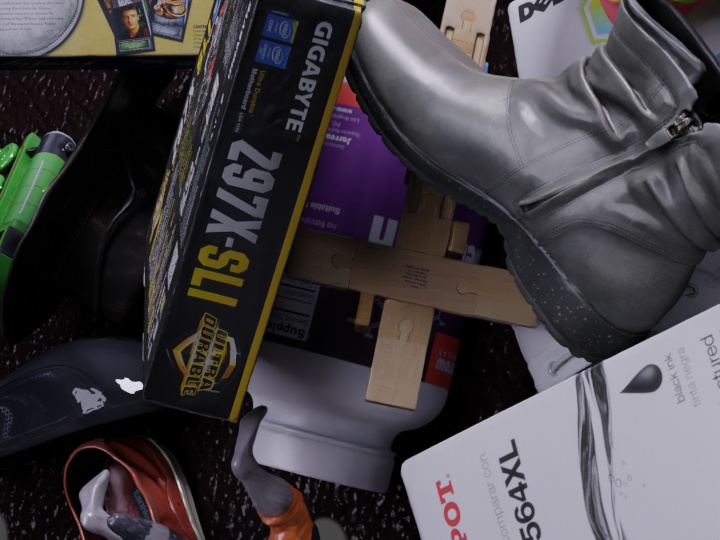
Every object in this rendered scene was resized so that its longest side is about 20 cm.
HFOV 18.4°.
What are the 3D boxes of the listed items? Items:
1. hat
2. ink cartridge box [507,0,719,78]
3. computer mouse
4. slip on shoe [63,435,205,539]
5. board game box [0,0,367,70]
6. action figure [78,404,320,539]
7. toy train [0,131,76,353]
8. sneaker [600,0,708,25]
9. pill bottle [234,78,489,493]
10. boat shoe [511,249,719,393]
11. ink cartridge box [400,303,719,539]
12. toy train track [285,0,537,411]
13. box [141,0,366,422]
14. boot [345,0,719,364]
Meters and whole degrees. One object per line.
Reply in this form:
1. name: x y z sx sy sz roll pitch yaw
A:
1. hat: -0.119 -0.033 1.204 0.080 0.201 0.202 25 98 3
2. ink cartridge box: 0.141 -0.138 1.000 0.147 0.075 0.202 -25 63 37
3. computer mouse: -0.176 0.073 1.219 0.199 0.138 0.053 -18 79 29
4. slip on shoe: -0.104 0.168 1.159 0.074 0.061 0.201 -44 54 23
5. board game box: -0.096 -0.170 1.112 0.035 0.198 0.137 136 134 -82
6. action figure: -0.064 0.179 1.041 0.199 0.105 0.194 -27 102 22
7. toy train: -0.206 -0.010 1.272 0.056 0.042 0.201 -28 32 34
8. sneaker: 0.137 -0.135 0.908 0.200 0.078 0.091 29 107 49
9. pill bottle: 0.000 0.000 1.071 0.112 0.112 0.202 10 86 45
10. boat shoe: 0.147 0.006 0.968 0.199 0.073 0.067 -25 76 48
11. ink cartridge box: 0.129 0.112 0.920 0.199 0.084 0.147 -30 68 34
12. toy train track: 0.033 -0.036 1.007 0.114 0.033 0.202 12 81 1
13. box: -0.052 -0.059 0.989 0.160 0.049 0.201 -97 23 -64
14. boot: 0.086 -0.072 0.921 0.200 0.067 0.131 50 129 16
